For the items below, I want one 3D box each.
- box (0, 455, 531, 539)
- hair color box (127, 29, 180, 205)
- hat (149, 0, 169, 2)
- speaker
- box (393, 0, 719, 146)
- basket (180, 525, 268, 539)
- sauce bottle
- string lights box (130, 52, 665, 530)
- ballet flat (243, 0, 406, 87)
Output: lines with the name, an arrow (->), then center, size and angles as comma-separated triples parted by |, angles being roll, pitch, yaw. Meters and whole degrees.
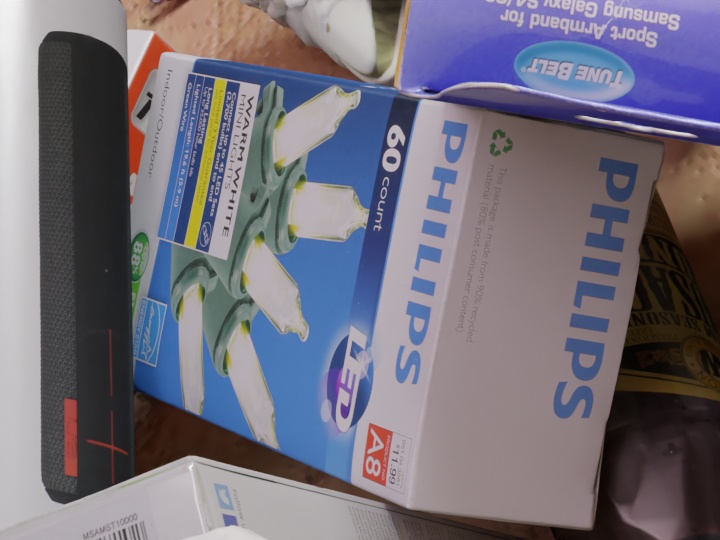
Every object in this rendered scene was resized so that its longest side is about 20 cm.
box -> -0.049, 0.097, 0.749 | 0.144, 0.200, 0.036 | -22, 69, 21
hair color box -> -0.129, 0.018, 0.952 | 0.111, 0.064, 0.200 | 8, 68, 39
hat -> 0.033, -0.188, 0.957 | 0.200, 0.165, 0.177 | 153, 120, -74
speaker -> -0.106, 0.018, 0.853 | 0.081, 0.081, 0.201 | -13, 69, 29
box -> 0.084, -0.053, 0.725 | 0.119, 0.200, 0.042 | 10, 94, 13
basket -> -0.050, 0.188, 0.610 | 0.198, 0.161, 0.201 | -23, 50, 34
sauce bottle -> 0.074, 0.040, 0.794 | 0.066, 0.066, 0.200 | -32, 50, 14
string lights box -> 0.000, 0.000, 0.809 | 0.200, 0.059, 0.103 | 16, 96, 62
ballet flat -> 0.030, -0.086, 0.895 | 0.200, 0.072, 0.072 | 0, 61, 34
